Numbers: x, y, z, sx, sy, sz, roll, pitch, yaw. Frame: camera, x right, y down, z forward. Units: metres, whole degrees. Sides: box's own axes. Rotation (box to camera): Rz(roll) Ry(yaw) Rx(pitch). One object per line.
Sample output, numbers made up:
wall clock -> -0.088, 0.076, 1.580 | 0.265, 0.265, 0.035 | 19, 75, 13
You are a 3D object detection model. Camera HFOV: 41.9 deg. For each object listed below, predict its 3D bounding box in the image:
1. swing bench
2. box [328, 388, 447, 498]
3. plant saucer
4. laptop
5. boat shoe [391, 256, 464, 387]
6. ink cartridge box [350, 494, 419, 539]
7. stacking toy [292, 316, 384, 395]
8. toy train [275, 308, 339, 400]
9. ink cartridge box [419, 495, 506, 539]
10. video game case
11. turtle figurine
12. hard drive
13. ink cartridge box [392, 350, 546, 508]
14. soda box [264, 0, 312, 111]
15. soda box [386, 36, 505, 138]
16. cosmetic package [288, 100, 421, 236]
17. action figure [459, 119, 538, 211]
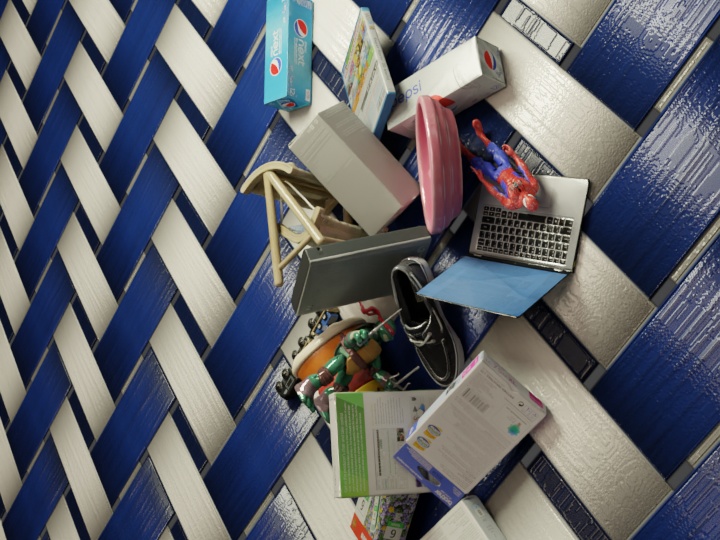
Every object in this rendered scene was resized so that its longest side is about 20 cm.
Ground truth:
swing bench -> -0.061, -0.078, 1.515 | 0.129, 0.197, 0.203 | -41, 57, 32
box -> 0.053, 0.246, 1.349 | 0.036, 0.195, 0.148 | 146, 123, -66
plant saucer -> 0.117, -0.157, 1.390 | 0.050, 0.201, 0.205 | -5, 75, 0
laptop -> 0.197, -0.045, 1.308 | 0.185, 0.115, 0.205 | 12, 91, 45
boat shoe -> 0.094, 0.082, 1.377 | 0.071, 0.068, 0.204 | -12, 99, 31
ink cartridge box -> 0.028, 0.384, 1.422 | 0.109, 0.049, 0.204 | -147, 73, -69
stacking toy -> -0.003, 0.189, 1.488 | 0.146, 0.145, 0.201 | -45, 73, 29
toy train -> -0.090, 0.140, 1.623 | 0.046, 0.034, 0.203 | 42, 113, 37
ink cartridge box -> 0.160, 0.448, 1.319 | 0.161, 0.047, 0.201 | -49, 63, 27
video game case -> 0.011, -0.310, 1.551 | 0.144, 0.017, 0.203 | 112, 150, -50
turtle figurine -> 0.001, 0.135, 1.390 | 0.199, 0.150, 0.101 | -41, 36, 5
hard drive -> 0.000, 0.000, 1.411 | 0.141, 0.196, 0.033 | 108, 143, -52
ink cartridge box -> 0.149, 0.223, 1.305 | 0.119, 0.042, 0.201 | 39, 108, -4
soda box -> -0.133, -0.405, 1.740 | 0.067, 0.063, 0.205 | -8, 77, 44
soda box -> 0.127, -0.279, 1.456 | 0.198, 0.063, 0.070 | -24, 66, 41
cosmetic package -> -0.005, -0.160, 1.480 | 0.090, 0.107, 0.201 | -41, 88, 31
action figure -> 0.198, -0.145, 1.346 | 0.065, 0.052, 0.201 | -36, 47, 2
